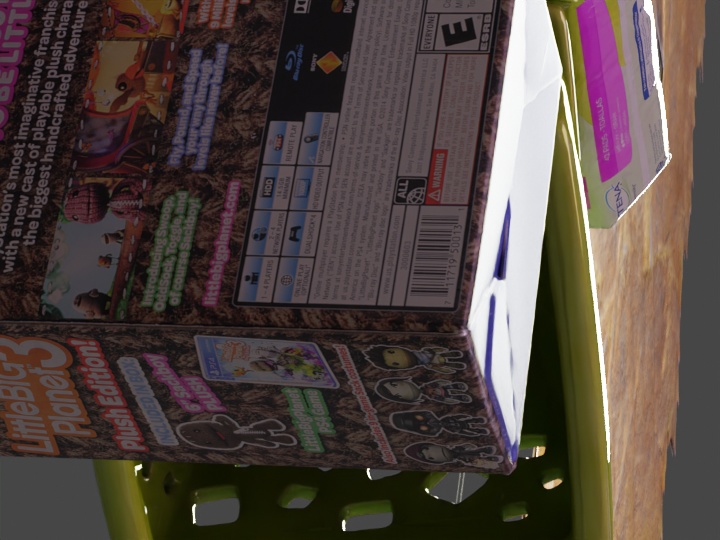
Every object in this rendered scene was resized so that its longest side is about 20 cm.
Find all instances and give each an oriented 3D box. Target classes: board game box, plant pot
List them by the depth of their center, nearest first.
[{"bbox_3d":[-0.044,-0.027,0.964,0.097,0.199,0.160,70,26,-57],"label":"board game box"},{"bbox_3d":[0.000,0.000,1.175,0.182,0.198,0.201,-76,161,-63],"label":"plant pot"}]

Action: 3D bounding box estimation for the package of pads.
[{"bbox_3d":[0.037,-0.120,1.303,0.068,0.199,0.155,-48,146,-26],"label":"package of pads"}]
